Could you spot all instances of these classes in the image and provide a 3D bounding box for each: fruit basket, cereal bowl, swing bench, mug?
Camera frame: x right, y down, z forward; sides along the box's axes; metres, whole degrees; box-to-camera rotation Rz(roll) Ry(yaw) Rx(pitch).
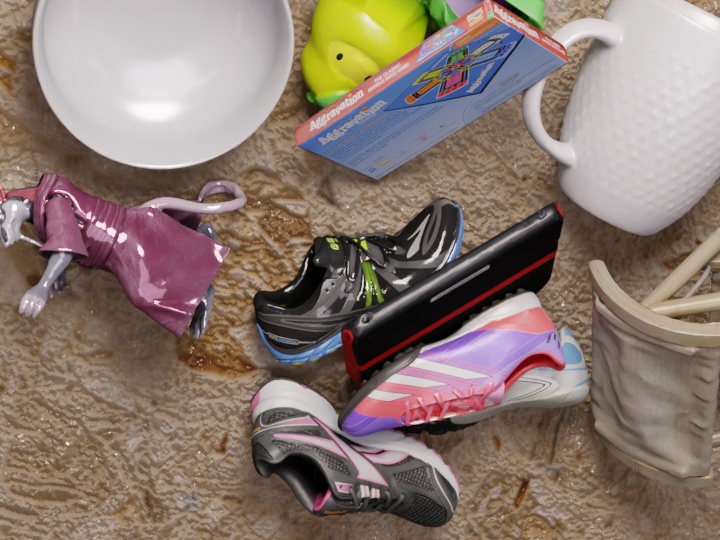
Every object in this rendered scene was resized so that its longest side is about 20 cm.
[{"bbox_3d":[0.028,-0.218,1.182,0.213,0.155,0.219,1,89,-23],"label":"fruit basket"},{"bbox_3d":[-0.151,-0.184,1.155,0.197,0.084,0.202,-6,123,-10],"label":"cereal bowl"},{"bbox_3d":[0.299,0.066,1.280,0.198,0.130,0.200,-24,138,-13],"label":"swing bench"},{"bbox_3d":[0.219,-0.133,1.239,0.198,0.148,0.177,16,110,-28],"label":"mug"}]

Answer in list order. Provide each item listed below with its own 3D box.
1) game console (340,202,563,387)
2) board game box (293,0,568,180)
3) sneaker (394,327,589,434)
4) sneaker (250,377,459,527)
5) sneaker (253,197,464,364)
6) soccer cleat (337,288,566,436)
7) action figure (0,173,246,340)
[{"bbox_3d":[0.074,0.022,1.241,0.198,0.177,0.031,-31,72,-7],"label":"game console"},{"bbox_3d":[0.053,-0.136,1.186,0.199,0.020,0.102,-30,150,31],"label":"board game box"},{"bbox_3d":[0.098,0.097,1.322,0.197,0.072,0.073,-11,73,-5],"label":"sneaker"},{"bbox_3d":[-0.012,0.177,1.285,0.198,0.087,0.081,25,132,-13],"label":"sneaker"},{"bbox_3d":[0.000,0.000,1.261,0.198,0.071,0.083,-32,116,-2],"label":"sneaker"},{"bbox_3d":[0.075,0.092,1.254,0.198,0.068,0.074,-29,72,-10],"label":"soccer cleat"},{"bbox_3d":[-0.195,-0.029,1.170,0.198,0.134,0.150,27,96,-22],"label":"action figure"}]
